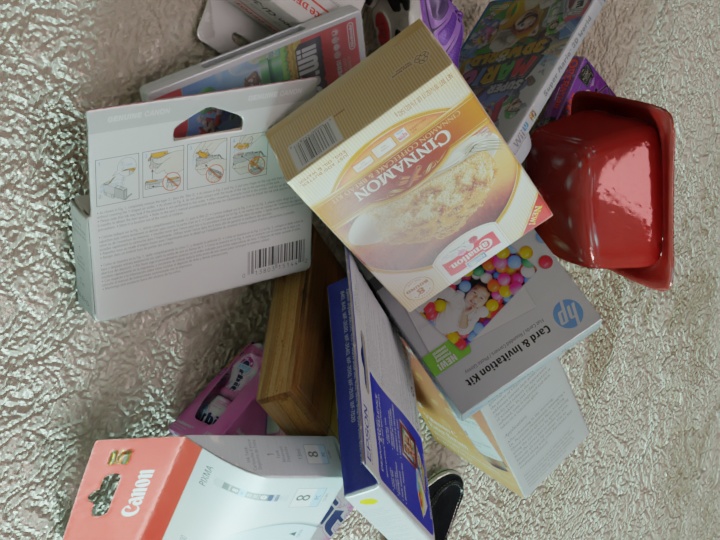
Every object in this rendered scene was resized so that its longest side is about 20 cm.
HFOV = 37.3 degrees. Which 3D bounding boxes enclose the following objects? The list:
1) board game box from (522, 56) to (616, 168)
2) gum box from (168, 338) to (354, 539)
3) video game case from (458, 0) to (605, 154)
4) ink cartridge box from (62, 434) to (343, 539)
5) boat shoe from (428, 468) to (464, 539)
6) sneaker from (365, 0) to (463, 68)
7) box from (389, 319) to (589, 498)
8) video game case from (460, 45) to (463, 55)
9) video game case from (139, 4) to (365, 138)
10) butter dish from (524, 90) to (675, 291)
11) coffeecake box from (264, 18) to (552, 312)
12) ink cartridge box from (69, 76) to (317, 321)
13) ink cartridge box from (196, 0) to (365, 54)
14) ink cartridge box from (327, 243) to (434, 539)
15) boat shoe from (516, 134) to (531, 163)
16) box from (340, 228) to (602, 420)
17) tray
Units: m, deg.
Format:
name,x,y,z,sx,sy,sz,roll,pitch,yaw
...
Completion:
name,x,y,z,sx,sy,sz,roll,pitch,yaw
board game box,0.246,-0.137,1.266,0.120,0.032,0.201,33,77,-40
gum box,-0.079,0.168,0.992,0.114,0.066,0.200,-49,129,-23
video game case,0.134,-0.187,1.028,0.018,0.143,0.200,45,68,-36
ink cartridge box,-0.129,0.199,0.869,0.199,0.047,0.160,4,134,-27
boat shoe,0.067,0.312,1.176,0.200,0.062,0.075,-56,130,-21
sneaker,0.055,-0.252,1.005,0.083,0.081,0.201,-23,115,-34
box,0.125,0.111,1.110,0.106,0.152,0.200,-41,126,-17
video game case,0.087,-0.119,1.115,0.182,0.023,0.201,-30,120,-36
video game case,-0.078,-0.125,0.900,0.200,0.017,0.143,-27,133,-22
butter dish,0.233,-0.081,1.147,0.147,0.200,0.200,-10,109,-17
coffeecake box,0.044,-0.078,0.875,0.153,0.073,0.200,-35,135,9
ink cartridge box,-0.130,-0.065,0.855,0.199,0.045,0.177,-14,122,-32
ink cartridge box,-0.050,-0.263,0.912,0.116,0.067,0.201,27,82,-45
ink cartridge box,0.009,0.112,0.905,0.200,0.047,0.198,55,24,-53
boat shoe,0.096,-0.099,1.071,0.091,0.071,0.201,52,59,-34
box,0.099,0.013,0.987,0.156,0.200,0.041,-33,164,-4
tray,-0.041,0.061,0.946,0.099,0.037,0.200,56,25,-38
